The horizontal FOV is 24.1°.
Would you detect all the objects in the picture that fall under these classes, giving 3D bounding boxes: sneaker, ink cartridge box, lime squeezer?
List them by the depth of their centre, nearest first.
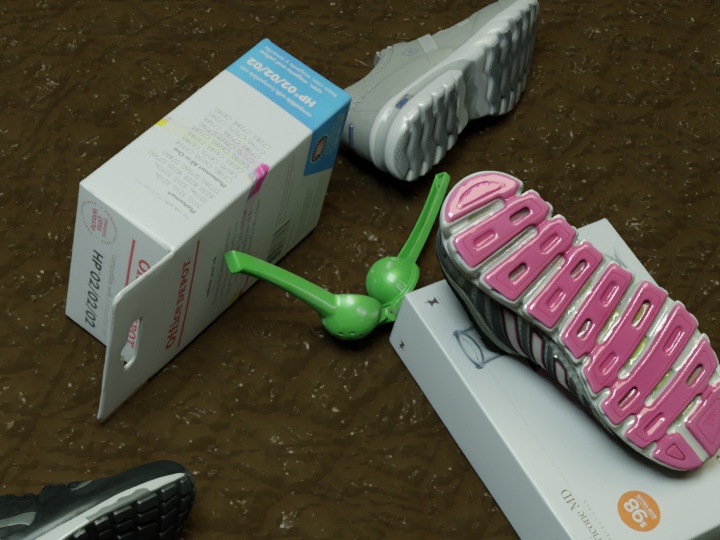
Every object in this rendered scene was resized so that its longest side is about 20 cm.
[{"bbox_3d":[-0.176,0.128,0.814,0.199,0.076,0.088,-27,56,-31],"label":"sneaker"},{"bbox_3d":[0.114,0.028,0.906,0.200,0.087,0.074,42,79,-5],"label":"sneaker"},{"bbox_3d":[-0.097,-0.024,0.927,0.068,0.116,0.200,35,51,14],"label":"ink cartridge box"},{"bbox_3d":[0.000,0.000,0.975,0.199,0.038,0.071,-23,79,-47],"label":"lime squeezer"},{"bbox_3d":[0.049,-0.133,1.081,0.081,0.075,0.200,24,38,26],"label":"sneaker"}]

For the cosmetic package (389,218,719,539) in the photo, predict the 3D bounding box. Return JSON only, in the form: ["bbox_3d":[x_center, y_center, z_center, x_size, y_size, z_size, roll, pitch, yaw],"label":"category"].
[{"bbox_3d":[0.131,0.077,0.951,0.149,0.052,0.201,-21,60,-25],"label":"cosmetic package"}]
